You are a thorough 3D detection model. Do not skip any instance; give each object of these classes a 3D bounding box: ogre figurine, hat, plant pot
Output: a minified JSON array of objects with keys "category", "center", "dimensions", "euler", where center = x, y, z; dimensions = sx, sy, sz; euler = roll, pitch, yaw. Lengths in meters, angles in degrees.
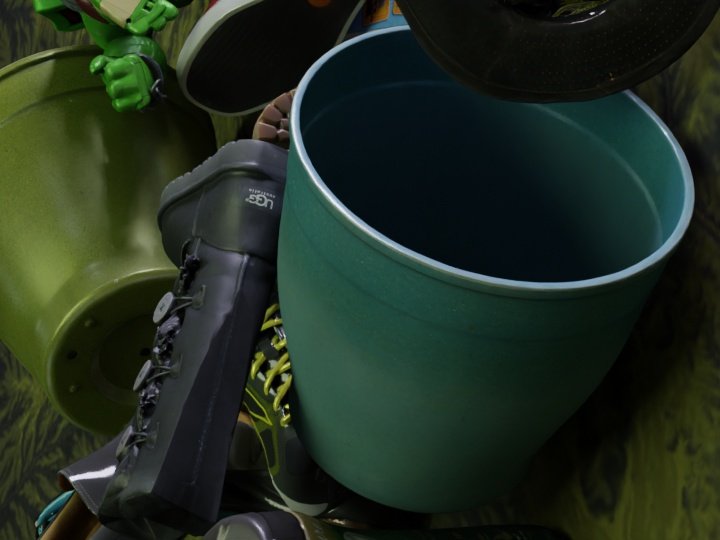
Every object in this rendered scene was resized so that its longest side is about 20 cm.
[{"category":"ogre figurine","center":[-0.151,-0.180,1.580],"dimensions":[0.201,0.098,0.120],"euler":[56,173,12]},{"category":"hat","center":[0.090,-0.183,1.306],"dimensions":[0.081,0.199,0.202],"euler":[-115,35,-84]},{"category":"plant pot","center":[0.045,0.012,1.310],"dimensions":[0.201,0.199,0.189],"euler":[-116,31,-43]},{"category":"plant pot","center":[-0.157,-0.004,1.638],"dimensions":[0.201,0.199,0.193],"euler":[-64,35,29]}]

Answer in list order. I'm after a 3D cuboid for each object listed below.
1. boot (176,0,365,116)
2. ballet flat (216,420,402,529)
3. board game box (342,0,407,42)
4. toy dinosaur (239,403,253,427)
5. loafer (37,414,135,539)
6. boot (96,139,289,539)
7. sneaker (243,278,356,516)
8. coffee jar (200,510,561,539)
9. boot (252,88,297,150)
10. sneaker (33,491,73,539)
[{"category":"boot","center":[-0.039,-0.194,1.552],"dimensions":[0.200,0.072,0.145],"euler":[-45,31,30]},{"category":"ballet flat","center":[-0.057,0.121,1.520],"dimensions":[0.199,0.068,0.069],"euler":[0,76,33]},{"category":"board game box","center":[0.026,-0.105,1.508],"dimensions":[0.200,0.036,0.152],"euler":[1,84,61]},{"category":"toy dinosaur","center":[-0.045,0.082,1.588],"dimensions":[0.106,0.060,0.201],"euler":[-9,82,37]},{"category":"loafer","center":[-0.137,0.129,1.473],"dimensions":[0.073,0.072,0.201],"euler":[5,67,59]},{"category":"boot","center":[-0.089,0.049,1.375],"dimensions":[0.165,0.065,0.201],"euler":[129,154,-69]},{"category":"sneaker","center":[-0.043,0.062,1.447],"dimensions":[0.074,0.085,0.200],"euler":[-38,30,3]},{"category":"coffee jar","center":[0.012,0.176,1.304],"dimensions":[0.085,0.199,0.105],"euler":[-50,44,43]},{"category":"boot","center":[0.000,0.000,1.471],"dimensions":[0.201,0.075,0.107],"euler":[62,164,6]},{"category":"sneaker","center":[-0.192,0.184,1.776],"dimensions":[0.200,0.081,0.074],"euler":[-53,43,42]}]
